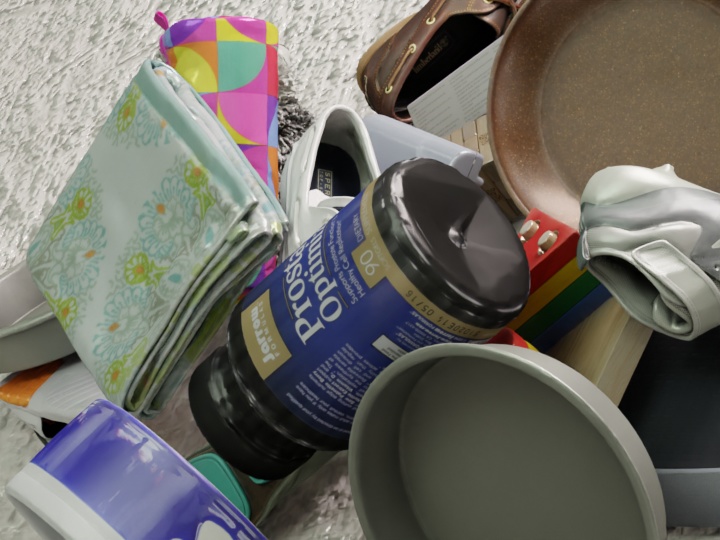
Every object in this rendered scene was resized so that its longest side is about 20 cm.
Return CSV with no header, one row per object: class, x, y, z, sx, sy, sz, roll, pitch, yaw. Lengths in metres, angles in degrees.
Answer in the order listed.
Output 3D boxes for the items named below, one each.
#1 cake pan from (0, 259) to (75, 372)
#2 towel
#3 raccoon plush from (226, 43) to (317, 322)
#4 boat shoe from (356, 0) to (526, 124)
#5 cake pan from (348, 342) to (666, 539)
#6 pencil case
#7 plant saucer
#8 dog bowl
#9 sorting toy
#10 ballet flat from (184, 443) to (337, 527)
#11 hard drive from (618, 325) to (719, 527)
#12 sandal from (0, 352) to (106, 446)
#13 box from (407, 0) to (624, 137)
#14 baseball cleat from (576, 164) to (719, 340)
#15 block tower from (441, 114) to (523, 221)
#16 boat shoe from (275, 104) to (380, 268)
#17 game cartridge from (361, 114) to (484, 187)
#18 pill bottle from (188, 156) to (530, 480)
cake pan,-0.201,0.014,1.947,0.200,0.037,0.200,-24,16,7
towel,-0.138,-0.021,1.762,0.171,0.048,0.200,-54,41,16
raccoon plush,-0.075,-0.077,1.906,0.097,0.134,0.200,-21,38,25
boat shoe,0.084,-0.180,1.930,0.200,0.070,0.070,-47,26,5
cake pan,0.084,0.126,1.487,0.200,0.200,0.037,-6,18,40
pencil case,-0.097,-0.076,1.844,0.088,0.088,0.200,-8,81,39
plant saucer,0.177,-0.102,1.701,0.200,0.037,0.200,-1,87,23
dog bowl,-0.112,0.171,1.602,0.079,0.200,0.200,-46,34,-12
sorting toy,0.085,0.049,1.612,0.199,0.070,0.200,-25,31,55
ballet flat,-0.061,0.126,1.726,0.200,0.064,0.067,-41,69,38
hard drive,0.193,0.081,1.547,0.200,0.042,0.135,-2,49,43
sandal,-0.195,0.095,1.886,0.079,0.059,0.207,-32,16,-14
box,0.110,-0.138,1.815,0.200,0.039,0.041,-36,70,43
baseball cleat,0.219,0.000,1.531,0.200,0.070,0.106,9,55,1
block tower,0.116,-0.081,1.797,0.200,0.058,0.054,-26,37,18
boat shoe,-0.016,-0.019,1.697,0.065,0.074,0.200,115,153,-45
game cartridge,0.000,0.000,1.773,0.133,0.040,0.200,25,92,58
pill bottle,-0.005,0.034,1.565,0.200,0.112,0.112,-41,29,31
